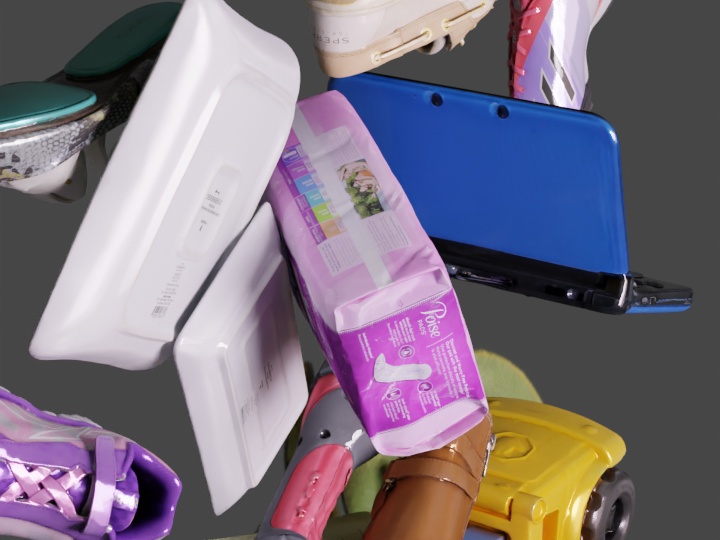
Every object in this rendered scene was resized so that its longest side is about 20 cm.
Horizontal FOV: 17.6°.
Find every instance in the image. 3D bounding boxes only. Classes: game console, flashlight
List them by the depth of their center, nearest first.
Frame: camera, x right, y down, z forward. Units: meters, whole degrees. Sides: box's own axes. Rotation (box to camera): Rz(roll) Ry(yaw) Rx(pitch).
[{"bbox_3d":[-0.022,0.129,1.396,0.200,0.068,0.068,-65,160,-45],"label":"flashlight"},{"bbox_3d":[0.095,-0.048,1.428,0.170,0.199,0.119,0,102,-59],"label":"game console"}]

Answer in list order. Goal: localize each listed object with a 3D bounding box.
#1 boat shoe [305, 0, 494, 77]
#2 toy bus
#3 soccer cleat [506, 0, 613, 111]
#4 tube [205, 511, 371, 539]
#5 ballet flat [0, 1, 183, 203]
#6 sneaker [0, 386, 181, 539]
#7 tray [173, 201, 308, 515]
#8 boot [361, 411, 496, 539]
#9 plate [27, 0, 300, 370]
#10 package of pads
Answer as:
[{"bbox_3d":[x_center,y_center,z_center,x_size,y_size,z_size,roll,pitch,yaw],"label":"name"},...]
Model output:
[{"bbox_3d":[0.037,-0.166,1.421,0.200,0.074,0.070,-22,123,-43],"label":"boat shoe"},{"bbox_3d":[0.087,0.210,1.567,0.192,0.135,0.201,-31,128,-56],"label":"toy bus"},{"bbox_3d":[0.124,-0.155,1.580,0.073,0.068,0.201,16,92,-35],"label":"soccer cleat"},{"bbox_3d":[-0.052,0.190,1.432,0.052,0.058,0.200,-45,158,30],"label":"tube"},{"bbox_3d":[-0.141,-0.072,1.159,0.200,0.072,0.072,-36,131,-48],"label":"ballet flat"},{"bbox_3d":[-0.161,0.105,1.181,0.200,0.088,0.081,19,87,-58],"label":"sneaker"},{"bbox_3d":[-0.061,0.058,1.338,0.108,0.022,0.200,-58,160,-27],"label":"tray"},{"bbox_3d":[0.036,0.143,1.387,0.200,0.073,0.155,130,-16,-83],"label":"boot"},{"bbox_3d":[-0.090,-0.036,1.208,0.201,0.032,0.200,-65,168,1],"label":"plate"},{"bbox_3d":[0.000,0.000,1.312,0.075,0.200,0.121,-23,129,-5],"label":"package of pads"}]
